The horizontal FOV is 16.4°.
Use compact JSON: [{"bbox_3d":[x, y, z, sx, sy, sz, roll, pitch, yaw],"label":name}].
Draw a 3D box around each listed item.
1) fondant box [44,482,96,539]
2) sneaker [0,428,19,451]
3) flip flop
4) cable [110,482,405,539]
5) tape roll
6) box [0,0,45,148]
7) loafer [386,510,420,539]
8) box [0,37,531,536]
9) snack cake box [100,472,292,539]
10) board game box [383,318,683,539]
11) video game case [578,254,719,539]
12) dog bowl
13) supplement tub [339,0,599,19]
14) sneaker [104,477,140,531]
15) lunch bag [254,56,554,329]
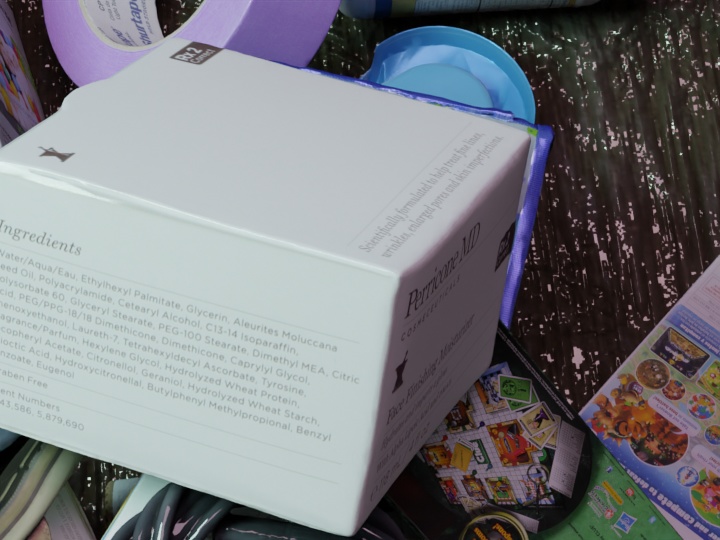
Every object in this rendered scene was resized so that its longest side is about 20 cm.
[{"bbox_3d":[-0.229,0.180,1.248,0.199,0.144,0.058,-25,82,-14],"label":"fondant box"},{"bbox_3d":[-0.198,0.061,1.366,0.199,0.082,0.074,-19,63,-38],"label":"sneaker"},{"bbox_3d":[-0.165,0.141,1.160,0.058,0.081,0.200,40,67,-13],"label":"flip flop"},{"bbox_3d":[-0.030,0.179,1.115,0.163,0.051,0.200,-38,81,-27],"label":"cable"},{"bbox_3d":[-0.096,-0.186,1.433,0.200,0.065,0.201,-13,71,40],"label":"tape roll"},{"bbox_3d":[-0.212,-0.098,1.398,0.041,0.156,0.201,-23,62,2],"label":"box"},{"bbox_3d":[0.021,0.215,1.285,0.069,0.070,0.201,-1,53,4],"label":"loafer"},{"bbox_3d":[-0.049,-0.001,1.148,0.199,0.131,0.199,16,26,16],"label":"box"},{"bbox_3d":[-0.085,0.176,1.158,0.115,0.067,0.200,33,67,-2],"label":"snack cake box"},{"bbox_3d":[0.085,0.122,1.280,0.105,0.023,0.200,-43,110,-10],"label":"board game box"},{"bbox_3d":[0.222,0.073,1.393,0.143,0.018,0.200,37,66,17],"label":"video game case"},{"bbox_3d":[0.008,-0.062,1.445,0.199,0.050,0.112,-30,66,-16],"label":"dog bowl"},{"bbox_3d":[0.079,-0.226,1.483,0.199,0.145,0.145,-4,61,-3],"label":"supplement tub"},{"bbox_3d":[-0.063,0.183,1.234,0.112,0.071,0.201,-10,57,2],"label":"sneaker"},{"bbox_3d":[0.000,0.000,1.323,0.169,0.127,0.201,13,101,-1],"label":"lunch bag"}]
